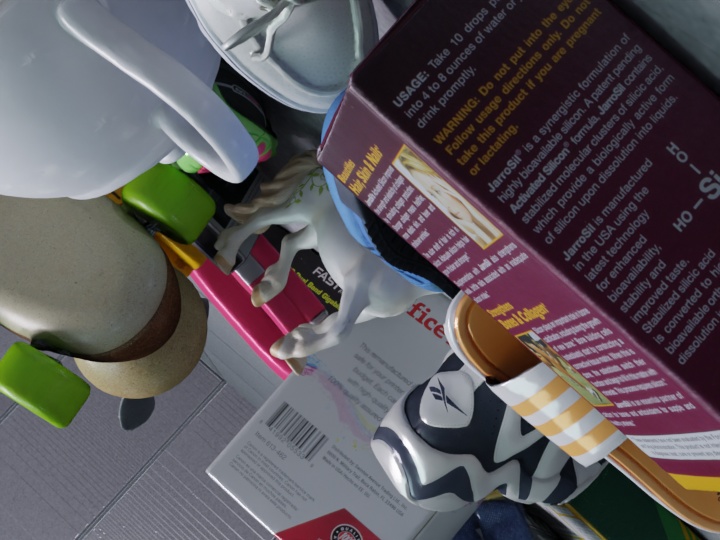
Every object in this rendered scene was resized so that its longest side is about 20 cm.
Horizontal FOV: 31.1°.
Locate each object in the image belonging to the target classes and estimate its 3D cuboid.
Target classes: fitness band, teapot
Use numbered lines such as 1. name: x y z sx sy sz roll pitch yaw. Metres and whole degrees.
1. fitness band: -0.085 0.018 1.037 0.200 0.037 0.144 50 162 2
2. teapot: -0.141 -0.107 0.672 0.146 0.197 0.200 44 -146 -32

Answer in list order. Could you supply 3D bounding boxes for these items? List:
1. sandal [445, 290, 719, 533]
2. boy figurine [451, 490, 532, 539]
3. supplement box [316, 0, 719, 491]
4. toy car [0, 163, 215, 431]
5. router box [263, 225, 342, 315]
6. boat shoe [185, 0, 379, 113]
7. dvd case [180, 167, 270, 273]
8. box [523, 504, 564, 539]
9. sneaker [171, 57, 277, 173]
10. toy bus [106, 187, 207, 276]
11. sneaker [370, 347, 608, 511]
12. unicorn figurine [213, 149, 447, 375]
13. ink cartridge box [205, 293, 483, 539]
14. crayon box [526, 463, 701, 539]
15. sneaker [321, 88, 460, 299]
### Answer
1. sandal: 0.135 0.066 0.622 0.207 0.079 0.059 37 -169 -15
2. boy figurine: 0.079 0.154 0.947 0.064 0.124 0.200 49 -156 -44
3. supplement box: 0.088 -0.016 0.466 0.200 0.086 0.110 42 169 1
4. toy car: -0.163 0.027 0.851 0.158 0.164 0.200 27 166 27
5. router box: -0.039 0.042 1.150 0.200 0.062 0.150 35 165 33
6. boat shoe: -0.035 -0.127 0.497 0.086 0.075 0.202 55 175 47
7. dvd case: -0.145 -0.097 0.926 0.200 0.025 0.150 45 -160 -11
8. box: 0.125 0.208 1.070 0.158 0.051 0.200 48 -173 35
9. sneaker: -0.092 -0.106 0.820 0.200 0.077 0.084 -161 60 -77
10. toy bus: -0.201 -0.058 0.919 0.200 0.078 0.065 42 157 -19
11. sneaker: 0.109 0.062 0.720 0.199 0.130 0.080 6 -140 -42
12. unicorn figurine: 0.000 0.000 0.773 0.200 0.137 0.074 54 -177 19
13. ink cartridge box: 0.019 0.116 0.890 0.146 0.200 0.083 37 170 26
14. crayon box: 0.220 0.220 0.964 0.200 0.052 0.126 44 168 -2
15. sneaker: 0.012 -0.040 0.618 0.078 0.066 0.200 31 176 26
